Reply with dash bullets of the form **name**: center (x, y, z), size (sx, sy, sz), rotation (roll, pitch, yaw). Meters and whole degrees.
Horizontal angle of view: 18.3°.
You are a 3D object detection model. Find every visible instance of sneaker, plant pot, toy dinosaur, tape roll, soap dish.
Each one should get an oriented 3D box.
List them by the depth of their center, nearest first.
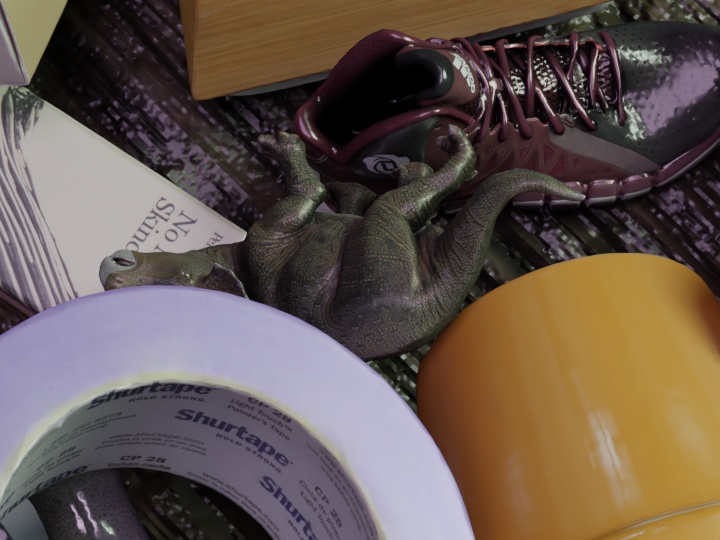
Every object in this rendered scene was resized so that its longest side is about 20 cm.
- **tape roll**: center (-0.065, 0.113, 0.744), size (0.198, 0.085, 0.202), rotation (8, 63, -15)
- **plant pot**: center (0.103, 0.103, 0.845), size (0.199, 0.201, 0.184), rotation (-19, 58, 3)
- **toy dinosaur**: center (0.000, 0.000, 0.874), size (0.198, 0.077, 0.103), rotation (0, 65, 25)
- **sneaker**: center (0.064, -0.069, 0.925), size (0.198, 0.116, 0.076), rotation (-16, 73, 4)
- **soap dish**: center (0.009, -0.171, 0.966), size (0.198, 0.081, 0.158), rotation (-13, 62, 7)

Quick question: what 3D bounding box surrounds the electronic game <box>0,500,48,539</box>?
- **electronic game**: center (-0.212, 0.163, 0.943), size (0.198, 0.042, 0.202), rotation (0, 73, 1)

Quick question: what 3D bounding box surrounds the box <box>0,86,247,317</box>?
- **box**: center (-0.141, -0.027, 0.970), size (0.199, 0.068, 0.082), rotation (31, 80, 16)

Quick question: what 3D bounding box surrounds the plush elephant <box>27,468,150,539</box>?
- **plush elephant**: center (-0.138, 0.180, 0.823), size (0.164, 0.155, 0.201), rotation (-36, 88, 43)

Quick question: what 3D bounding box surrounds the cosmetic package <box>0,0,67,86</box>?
- **cosmetic package**: center (-0.166, -0.171, 0.963), size (0.104, 0.071, 0.201), rotation (2, 47, 18)
